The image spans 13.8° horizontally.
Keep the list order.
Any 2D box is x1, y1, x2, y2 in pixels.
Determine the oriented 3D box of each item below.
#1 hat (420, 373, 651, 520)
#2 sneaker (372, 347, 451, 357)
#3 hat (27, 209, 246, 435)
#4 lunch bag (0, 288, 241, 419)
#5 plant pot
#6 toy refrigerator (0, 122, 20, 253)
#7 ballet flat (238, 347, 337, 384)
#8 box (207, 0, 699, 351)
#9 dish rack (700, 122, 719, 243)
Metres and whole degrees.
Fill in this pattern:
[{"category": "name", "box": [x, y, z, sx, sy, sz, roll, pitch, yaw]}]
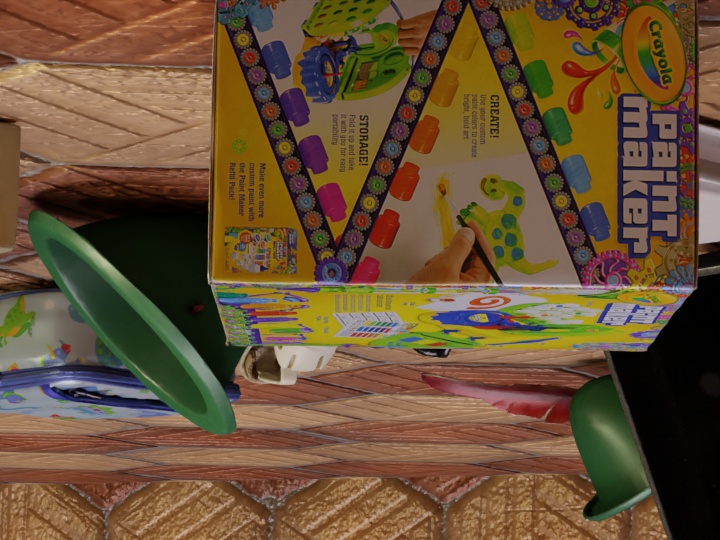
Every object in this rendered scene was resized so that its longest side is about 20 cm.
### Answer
[{"category": "hat", "box": [0.198, 0.091, 2.422, 0.200, 0.176, 0.166, -36, -178, -19]}, {"category": "sneaker", "box": [0.000, 0.000, 1.658, 0.075, 0.080, 0.200, -5, 168, 39]}, {"category": "hat", "box": [-0.070, -0.018, 1.714, 0.166, 0.176, 0.200, 39, 164, 27]}, {"category": "lunch bag", "box": [-0.190, 0.061, 2.102, 0.160, 0.083, 0.200, -8, 169, 36]}, {"category": "plant pot", "box": [0.278, 0.062, 1.643, 0.177, 0.200, 0.200, -24, -172, -35]}, {"category": "toy refrigerator", "box": [-0.269, -0.043, 1.425, 0.199, 0.070, 0.076, 7, 170, -32]}, {"category": "ballet flat", "box": [-0.041, 0.045, 2.026, 0.067, 0.063, 0.200, 3, 171, -14]}, {"category": "box", "box": [0.036, -0.036, 1.243, 0.192, 0.123, 0.200, 1, 171, -1]}, {"category": "dish rack", "box": [0.143, -0.037, 1.506, 0.171, 0.044, 0.200, -6, 168, 43]}]
